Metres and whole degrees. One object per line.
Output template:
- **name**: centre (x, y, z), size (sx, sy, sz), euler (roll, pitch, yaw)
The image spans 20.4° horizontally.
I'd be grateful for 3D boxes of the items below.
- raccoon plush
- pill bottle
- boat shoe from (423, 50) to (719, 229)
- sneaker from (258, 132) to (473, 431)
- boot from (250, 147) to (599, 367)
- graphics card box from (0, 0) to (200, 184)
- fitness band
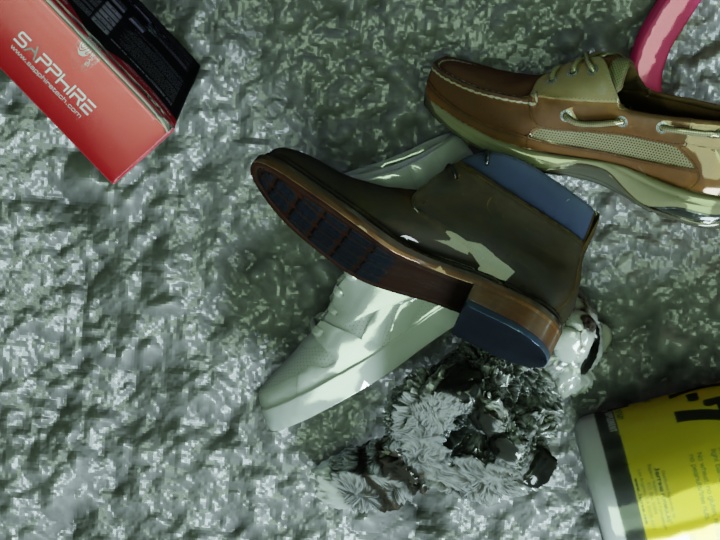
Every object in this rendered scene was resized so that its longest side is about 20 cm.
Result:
- **raccoon plush**: centre (0.060, 0.066, 1.224), size (0.200, 0.134, 0.097), euler (-9, 122, 37)
- **pill bottle**: centre (0.237, 0.119, 1.202), size (0.200, 0.114, 0.114), euler (-15, 105, 4)
- **boat shoe**: centre (0.137, -0.091, 1.146), size (0.200, 0.076, 0.074), euler (20, 116, 13)
- **sneaker**: centre (0.000, 0.000, 1.198), size (0.200, 0.074, 0.116), euler (-36, 100, 1)
- **boot**: centre (0.040, -0.034, 1.139), size (0.200, 0.075, 0.097), euler (32, 69, -2)
- **graphics card box**: centre (-0.151, -0.126, 1.094), size (0.051, 0.200, 0.125), euler (-42, 102, 11)
- **fitness band**: centre (0.243, -0.134, 1.171), size (0.144, 0.037, 0.200), euler (31, 103, -7)
